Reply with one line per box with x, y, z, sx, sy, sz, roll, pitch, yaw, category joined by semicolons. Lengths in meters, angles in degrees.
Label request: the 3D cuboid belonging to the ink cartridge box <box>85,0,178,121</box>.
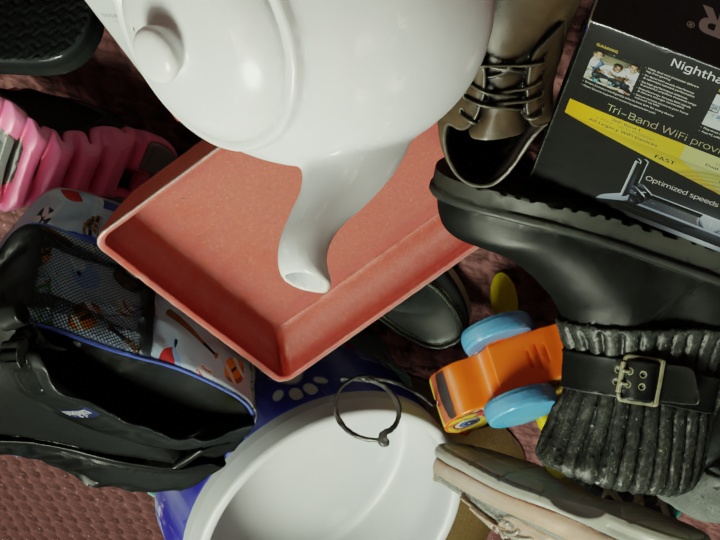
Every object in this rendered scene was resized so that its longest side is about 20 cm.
-0.069;-0.120;1.082;0.109;0.050;0.200;6;149;31;ink cartridge box

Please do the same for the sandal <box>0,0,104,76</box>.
-0.239;-0.141;1.158;0.200;0.076;0.048;9;161;26;sandal

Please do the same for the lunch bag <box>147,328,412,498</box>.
-0.068;0.102;1.344;0.200;0.161;0.077;21;-161;-40;lunch bag

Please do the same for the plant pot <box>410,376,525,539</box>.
0.008;0.206;1.475;0.186;0.201;0.187;19;155;9;plant pot

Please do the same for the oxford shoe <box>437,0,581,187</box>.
0.075;-0.110;0.930;0.072;0.085;0.200;1;148;-1;oxford shoe

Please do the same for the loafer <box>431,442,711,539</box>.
0.124;0.166;1.209;0.199;0.063;0.072;18;-171;34;loafer

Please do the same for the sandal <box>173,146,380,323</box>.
-0.053;-0.017;1.275;0.076;0.043;0.200;-9;140;47;sandal

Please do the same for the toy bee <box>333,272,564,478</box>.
0.087;0.066;1.229;0.199;0.131;0.109;4;162;2;toy bee

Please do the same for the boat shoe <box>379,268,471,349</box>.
0.000;0.000;1.226;0.072;0.068;0.200;-25;133;29;boat shoe

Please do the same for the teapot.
-0.047;-0.129;0.873;0.200;0.146;0.198;35;138;28;teapot

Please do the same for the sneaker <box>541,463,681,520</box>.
0.186;0.151;1.286;0.079;0.200;0.078;23;114;-21;sneaker

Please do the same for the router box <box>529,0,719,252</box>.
0.197;-0.068;0.963;0.199;0.052;0.157;22;154;3;router box

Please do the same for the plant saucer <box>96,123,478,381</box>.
-0.022;-0.040;1.083;0.200;0.037;0.200;-35;141;11;plant saucer

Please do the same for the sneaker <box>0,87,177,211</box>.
-0.214;-0.084;1.187;0.200;0.079;0.095;13;-155;-41;sneaker

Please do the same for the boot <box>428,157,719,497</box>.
0.119;0.034;1.073;0.210;0.158;0.079;19;-163;-7;boot

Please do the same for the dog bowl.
-0.035;0.153;1.294;0.079;0.200;0.200;50;179;45;dog bowl

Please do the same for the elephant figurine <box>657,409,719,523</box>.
0.271;0.121;1.192;0.200;0.142;0.155;24;-167;-49;elephant figurine

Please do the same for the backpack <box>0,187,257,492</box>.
-0.157;0.053;1.173;0.190;0.155;0.200;25;147;-20;backpack
